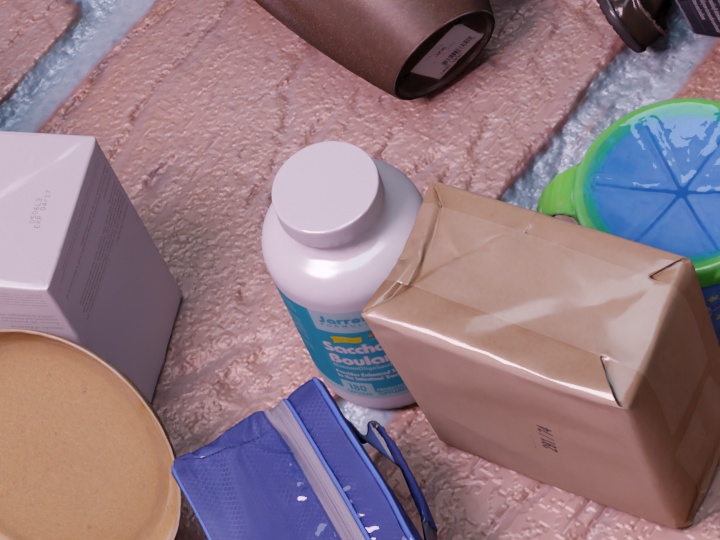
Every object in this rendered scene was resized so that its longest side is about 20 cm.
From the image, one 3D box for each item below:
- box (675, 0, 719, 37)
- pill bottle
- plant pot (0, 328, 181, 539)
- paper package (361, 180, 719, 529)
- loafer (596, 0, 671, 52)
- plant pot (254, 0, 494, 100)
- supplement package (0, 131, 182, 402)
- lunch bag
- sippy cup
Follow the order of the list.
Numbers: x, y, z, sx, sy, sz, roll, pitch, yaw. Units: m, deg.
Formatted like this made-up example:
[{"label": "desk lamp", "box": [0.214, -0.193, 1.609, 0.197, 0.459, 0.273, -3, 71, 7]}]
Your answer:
[{"label": "box", "box": [0.337, -0.262, 1.471, 0.199, 0.117, 0.198, 10, 82, 21]}, {"label": "pill bottle", "box": [0.000, 0.000, 1.381, 0.110, 0.200, 0.111, -7, 57, 11]}, {"label": "plant pot", "box": [-0.204, 0.125, 1.386, 0.199, 0.201, 0.027, 7, 26, 19]}, {"label": "paper package", "box": [0.121, 0.056, 1.310, 0.190, 0.200, 0.104, 18, 69, 26]}, {"label": "loafer", "box": [0.217, -0.251, 1.545, 0.071, 0.073, 0.201, -14, 52, 34]}, {"label": "plant pot", "box": [0.005, -0.230, 1.555, 0.187, 0.187, 0.200, -35, 70, -8]}, {"label": "supplement package", "box": [-0.216, 0.011, 1.434, 0.119, 0.200, 0.122, 3, 59, 17]}, {"label": "lunch bag", "box": [-0.020, 0.167, 1.320, 0.132, 0.136, 0.200, -29, 54, -4]}, {"label": "sippy cup", "box": [0.214, -0.019, 1.367, 0.140, 0.131, 0.178, -43, 57, -15]}]
